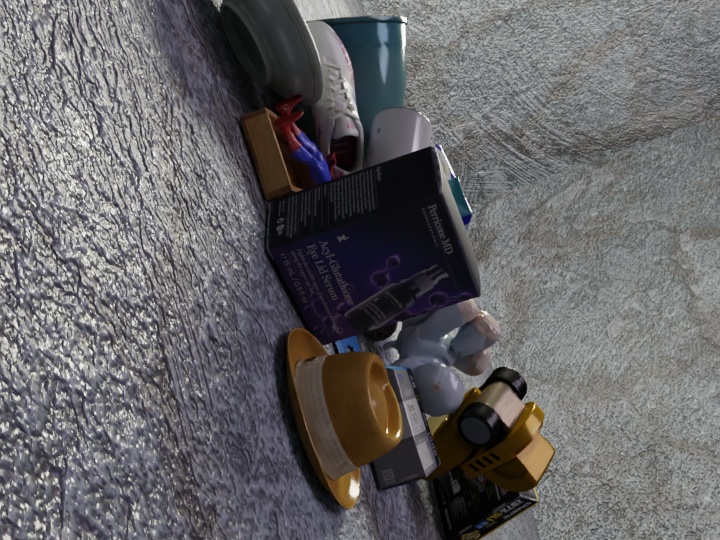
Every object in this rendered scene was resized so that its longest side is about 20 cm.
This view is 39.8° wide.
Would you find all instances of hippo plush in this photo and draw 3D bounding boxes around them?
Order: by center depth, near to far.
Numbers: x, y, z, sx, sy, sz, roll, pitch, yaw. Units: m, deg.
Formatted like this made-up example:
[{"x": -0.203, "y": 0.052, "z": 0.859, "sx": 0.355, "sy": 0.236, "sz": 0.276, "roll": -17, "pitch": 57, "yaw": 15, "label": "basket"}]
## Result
[{"x": 0.084, "y": 0.116, "z": 1.388, "sx": 0.161, "sy": 0.199, "sz": 0.160, "roll": -59, "pitch": 147, "yaw": -44, "label": "hippo plush"}]

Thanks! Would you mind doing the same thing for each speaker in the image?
[{"x": 0.040, "y": -0.101, "z": 1.239, "sx": 0.081, "sy": 0.081, "sz": 0.201, "roll": 58, "pitch": 35, "yaw": -53, "label": "speaker"}]

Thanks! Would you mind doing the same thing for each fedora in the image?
[{"x": -0.009, "y": 0.137, "z": 0.995, "sx": 0.201, "sy": 0.082, "sz": 0.201, "roll": -19, "pitch": 90, "yaw": -81, "label": "fedora"}]

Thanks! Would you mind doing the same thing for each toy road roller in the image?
[{"x": 0.178, "y": 0.246, "z": 1.399, "sx": 0.146, "sy": 0.200, "sz": 0.123, "roll": 49, "pitch": 44, "yaw": -1, "label": "toy road roller"}]

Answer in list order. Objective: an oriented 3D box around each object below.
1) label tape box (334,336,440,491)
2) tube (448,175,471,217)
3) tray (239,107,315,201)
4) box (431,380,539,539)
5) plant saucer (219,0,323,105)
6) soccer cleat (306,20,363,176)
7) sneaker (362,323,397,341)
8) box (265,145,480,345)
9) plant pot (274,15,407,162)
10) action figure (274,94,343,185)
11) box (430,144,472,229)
[{"x": 0.036, "y": 0.165, "z": 1.255, "sx": 0.144, "sy": 0.063, "sz": 0.201, "roll": 23, "pitch": 49, "yaw": -78, "label": "label tape box"}, {"x": 0.056, "y": -0.073, "z": 1.422, "sx": 0.050, "sy": 0.199, "sz": 0.078, "roll": 59, "pitch": 14, "yaw": -54, "label": "tube"}, {"x": -0.089, "y": -0.129, "z": 1.210, "sx": 0.200, "sy": 0.037, "sz": 0.099, "roll": 5, "pitch": 66, "yaw": -81, "label": "tray"}, {"x": 0.177, "y": 0.294, "z": 1.515, "sx": 0.049, "sy": 0.160, "sz": 0.201, "roll": 23, "pitch": 39, "yaw": -35, "label": "box"}, {"x": -0.117, "y": -0.276, "z": 1.168, "sx": 0.200, "sy": 0.050, "sz": 0.200, "roll": 51, "pitch": -17, "yaw": 22, "label": "plant saucer"}, {"x": -0.029, "y": -0.208, "z": 1.231, "sx": 0.086, "sy": 0.070, "sz": 0.201, "roll": -136, "pitch": -149, "yaw": -66, "label": "soccer cleat"}, {"x": 0.000, "y": 0.000, "z": 1.357, "sx": 0.076, "sy": 0.070, "sz": 0.201, "roll": -92, "pitch": 161, "yaw": -64, "label": "sneaker"}, {"x": 0.016, "y": -0.026, "z": 1.100, "sx": 0.105, "sy": 0.199, "sz": 0.148, "roll": -92, "pitch": 160, "yaw": -54, "label": "box"}, {"x": -0.028, "y": -0.239, "z": 1.364, "sx": 0.200, "sy": 0.199, "sz": 0.189, "roll": -51, "pitch": 137, "yaw": -79, "label": "plant pot"}, {"x": -0.044, "y": -0.113, "z": 1.198, "sx": 0.066, "sy": 0.051, "sz": 0.200, "roll": -105, "pitch": 173, "yaw": -54, "label": "action figure"}, {"x": 0.090, "y": -0.073, "z": 1.631, "sx": 0.184, "sy": 0.104, "sz": 0.201, "roll": -108, "pitch": -157, "yaw": -45, "label": "box"}]
